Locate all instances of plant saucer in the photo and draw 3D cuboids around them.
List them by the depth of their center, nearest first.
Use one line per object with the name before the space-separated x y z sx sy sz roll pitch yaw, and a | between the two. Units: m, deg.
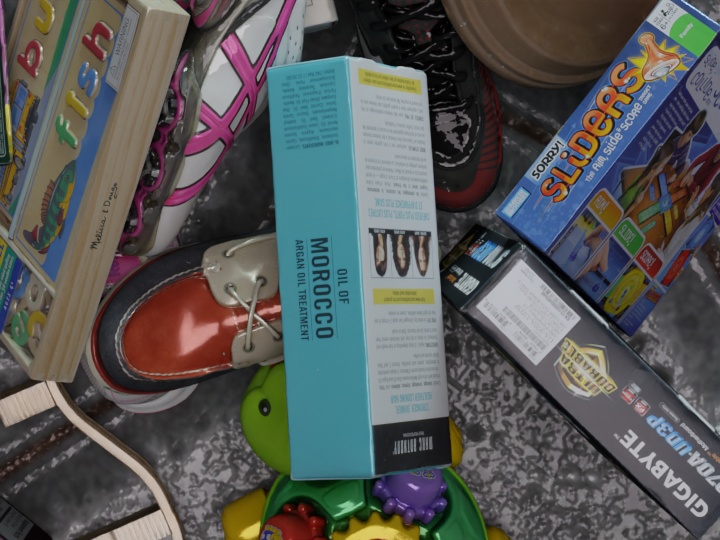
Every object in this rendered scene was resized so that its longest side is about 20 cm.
plant saucer | 0.117 -0.192 1.028 0.199 0.029 0.201 -13 112 -36

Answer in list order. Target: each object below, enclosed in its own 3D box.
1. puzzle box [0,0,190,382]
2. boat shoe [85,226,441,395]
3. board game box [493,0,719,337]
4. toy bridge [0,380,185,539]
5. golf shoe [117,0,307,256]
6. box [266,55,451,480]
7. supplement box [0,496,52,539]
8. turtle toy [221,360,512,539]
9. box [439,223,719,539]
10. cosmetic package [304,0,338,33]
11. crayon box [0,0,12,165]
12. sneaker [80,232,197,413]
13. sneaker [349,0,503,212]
puzzle box | -0.153 -0.063 1.001 0.025 0.133 0.201 6 113 -36
boat shoe | -0.048 0.015 1.028 0.199 0.062 0.072 -18 104 -35
board game box | 0.147 -0.047 1.015 0.034 0.200 0.136 39 91 24
toy bridge | -0.133 0.149 1.100 0.067 0.027 0.201 -23 95 -2
golf shoe | -0.068 -0.094 0.988 0.092 0.073 0.201 10 110 -39
box | 0.000 0.000 0.978 0.049 0.082 0.201 -5 87 30
supplement box | -0.278 0.133 1.063 0.200 0.086 0.111 39 91 -4
turtle toy | -0.002 0.134 1.067 0.145 0.101 0.201 -26 95 0
box | 0.111 0.050 1.017 0.159 0.200 0.046 44 91 -6
cosmetic package | -0.084 -0.215 1.052 0.103 0.073 0.201 -13 95 -1
crayon box | -0.269 -0.149 1.020 0.172 0.058 0.201 -2 94 27
sneaker | -0.128 -0.019 1.057 0.081 0.088 0.201 -16 95 -1
sneaker | 0.030 -0.126 1.049 0.070 0.098 0.202 -12 95 3
